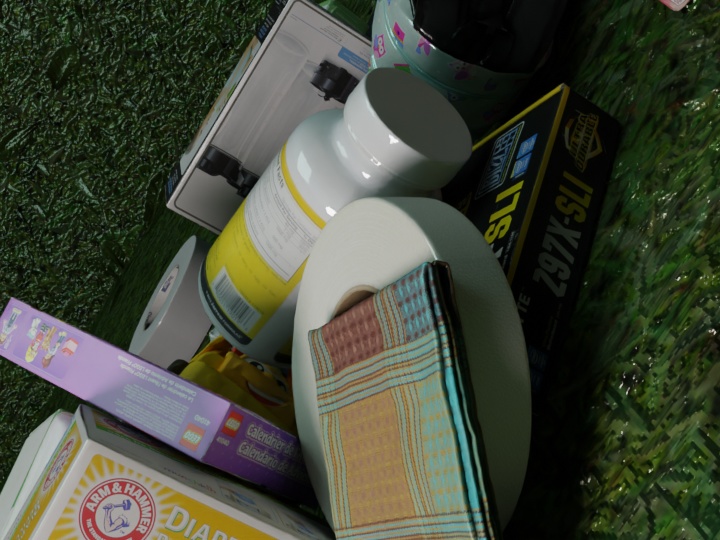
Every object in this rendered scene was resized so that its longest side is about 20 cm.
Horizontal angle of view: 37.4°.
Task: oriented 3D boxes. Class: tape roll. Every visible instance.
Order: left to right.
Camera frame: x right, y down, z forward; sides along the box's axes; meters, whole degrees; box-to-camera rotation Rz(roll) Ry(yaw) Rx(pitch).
[{"bbox_3d":[-0.254,0.053,1.508,0.200,0.066,0.200,-54,18,26],"label":"tape roll"},{"bbox_3d":[0.018,0.061,0.571,0.203,0.037,0.204,3,93,62],"label":"tape roll"}]

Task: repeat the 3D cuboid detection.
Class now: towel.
[{"bbox_3d":[0.019,0.110,0.511,0.147,0.022,0.201,-34,63,58],"label":"towel"}]

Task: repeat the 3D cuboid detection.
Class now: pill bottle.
[{"bbox_3d":[-0.017,-0.033,0.697,0.200,0.112,0.112,-49,21,36],"label":"pill bottle"}]

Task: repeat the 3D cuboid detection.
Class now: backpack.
[{"bbox_3d":[0.084,-0.198,0.794,0.127,0.166,0.200,114,172,-57],"label":"backpack"}]

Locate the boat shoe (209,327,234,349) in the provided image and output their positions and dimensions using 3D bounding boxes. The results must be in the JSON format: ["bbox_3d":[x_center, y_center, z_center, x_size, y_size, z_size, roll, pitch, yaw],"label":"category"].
[{"bbox_3d":[-0.118,0.073,1.074,0.072,0.070,0.201,-63,10,0],"label":"boat shoe"}]

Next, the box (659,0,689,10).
[{"bbox_3d":[0.204,-0.268,0.615,0.200,0.095,0.100,-52,19,27],"label":"box"}]

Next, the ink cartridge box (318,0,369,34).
[{"bbox_3d":[-0.083,-0.154,0.981,0.200,0.048,0.146,-55,17,-1],"label":"ink cartridge box"}]

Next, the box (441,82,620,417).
[{"bbox_3d":[0.072,0.004,0.651,0.160,0.049,0.200,-28,36,58],"label":"box"}]

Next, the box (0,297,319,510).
[{"bbox_3d":[-0.127,0.085,0.686,0.200,0.137,0.039,20,78,33],"label":"box"}]

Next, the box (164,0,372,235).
[{"bbox_3d":[-0.062,-0.116,0.874,0.200,0.116,0.060,-56,21,12],"label":"box"}]

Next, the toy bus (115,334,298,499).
[{"bbox_3d":[-0.107,0.115,0.896,0.200,0.136,0.192,-43,8,44],"label":"toy bus"}]

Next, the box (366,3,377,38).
[{"bbox_3d":[0.080,-0.259,1.001,0.141,0.079,0.200,-63,17,-15],"label":"box"}]

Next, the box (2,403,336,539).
[{"bbox_3d":[-0.095,0.173,0.602,0.113,0.200,0.101,-62,17,-5],"label":"box"}]

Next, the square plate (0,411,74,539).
[{"bbox_3d":[-0.137,0.212,0.664,0.028,0.198,0.200,-38,28,51],"label":"square plate"}]

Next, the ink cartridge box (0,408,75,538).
[{"bbox_3d":[-0.160,0.210,0.743,0.083,0.200,0.147,-36,30,49],"label":"ink cartridge box"}]
